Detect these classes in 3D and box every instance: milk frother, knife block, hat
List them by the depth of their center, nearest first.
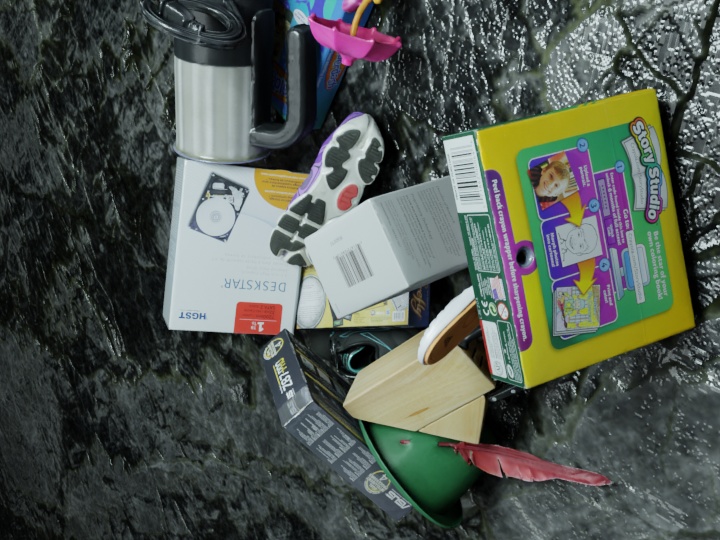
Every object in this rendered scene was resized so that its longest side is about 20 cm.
[{"bbox_3d":[0.087,0.082,0.802,0.199,0.064,0.176,10,120,13],"label":"knife block"},{"bbox_3d":[-0.161,-0.206,0.852,0.180,0.200,0.189,25,122,36],"label":"milk frother"},{"bbox_3d":[0.125,0.167,0.862,0.176,0.166,0.200,-40,98,16],"label":"hat"}]

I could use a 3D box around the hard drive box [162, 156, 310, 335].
[{"bbox_3d":[-0.151,-0.029,0.968,0.077,0.155,0.201,-152,67,-68],"label":"hard drive box"}]

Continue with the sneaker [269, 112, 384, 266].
[{"bbox_3d":[-0.034,-0.090,0.909,0.200,0.080,0.084,-55,18,22],"label":"sneaker"}]

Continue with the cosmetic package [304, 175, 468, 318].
[{"bbox_3d":[0.062,-0.032,0.740,0.107,0.200,0.085,-27,86,47],"label":"cosmetic package"}]

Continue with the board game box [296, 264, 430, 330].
[{"bbox_3d":[0.000,0.000,0.915,0.200,0.035,0.136,-6,79,49],"label":"board game box"}]

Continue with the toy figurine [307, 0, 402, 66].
[{"bbox_3d":[0.019,-0.284,0.734,0.184,0.150,0.201,-35,56,46],"label":"toy figurine"}]

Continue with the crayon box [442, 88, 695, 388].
[{"bbox_3d":[0.171,-0.029,0.637,0.058,0.172,0.201,8,112,67],"label":"crayon box"}]

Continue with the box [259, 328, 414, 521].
[{"bbox_3d":[-0.022,0.172,0.903,0.200,0.049,0.161,46,-176,-28],"label":"box"}]

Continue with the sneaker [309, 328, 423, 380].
[{"bbox_3d":[-0.007,0.091,0.961,0.200,0.079,0.076,-3,103,50],"label":"sneaker"}]

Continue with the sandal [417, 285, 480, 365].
[{"bbox_3d":[0.137,0.022,0.699,0.059,0.207,0.079,41,167,23],"label":"sandal"}]

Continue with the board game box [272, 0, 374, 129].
[{"bbox_3d":[-0.070,-0.284,0.906,0.152,0.045,0.200,50,135,21],"label":"board game box"}]
